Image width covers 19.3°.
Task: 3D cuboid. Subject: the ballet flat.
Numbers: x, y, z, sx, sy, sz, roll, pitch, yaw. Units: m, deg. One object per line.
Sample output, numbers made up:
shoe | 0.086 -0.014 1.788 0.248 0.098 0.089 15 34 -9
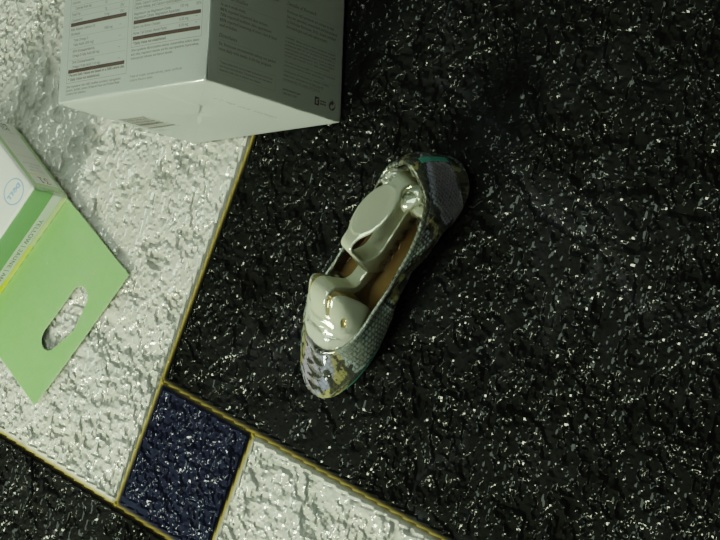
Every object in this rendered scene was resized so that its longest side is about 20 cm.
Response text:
ballet flat | 0.000 0.000 1.494 0.072 0.072 0.200 42 107 35

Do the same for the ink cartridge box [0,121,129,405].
ink cartridge box | -0.289 -0.010 1.732 0.146 0.048 0.200 -53 53 17

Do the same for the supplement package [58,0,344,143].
supplement package | -0.114 -0.212 1.567 0.150 0.152 0.200 -5 79 37
